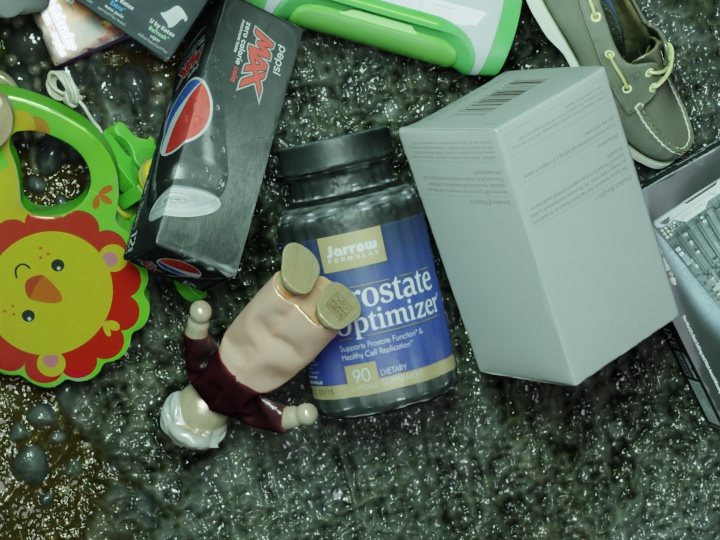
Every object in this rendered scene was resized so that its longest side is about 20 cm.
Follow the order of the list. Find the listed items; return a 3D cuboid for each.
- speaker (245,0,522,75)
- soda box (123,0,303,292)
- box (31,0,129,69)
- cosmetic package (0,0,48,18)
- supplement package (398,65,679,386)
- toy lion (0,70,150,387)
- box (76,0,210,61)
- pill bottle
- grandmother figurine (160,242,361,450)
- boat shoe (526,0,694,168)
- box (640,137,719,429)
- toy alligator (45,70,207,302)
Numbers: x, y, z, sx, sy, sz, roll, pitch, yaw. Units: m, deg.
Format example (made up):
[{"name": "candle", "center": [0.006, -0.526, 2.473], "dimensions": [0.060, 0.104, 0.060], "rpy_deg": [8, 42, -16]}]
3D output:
[{"name": "speaker", "center": [0.016, -0.206, 1.401], "dimensions": [0.198, 0.088, 0.089], "rpy_deg": [14, 91, -9]}, {"name": "soda box", "center": [-0.105, -0.093, 1.358], "dimensions": [0.070, 0.063, 0.202], "rpy_deg": [23, 69, -24]}, {"name": "box", "center": [-0.203, -0.268, 1.390], "dimensions": [0.136, 0.039, 0.201], "rpy_deg": [-24, 96, -6]}, {"name": "cosmetic package", "center": [-0.303, -0.282, 1.279], "dimensions": [0.198, 0.165, 0.166], "rpy_deg": [20, 102, 4]}, {"name": "supplement package", "center": [0.131, -0.033, 1.375], "dimensions": [0.116, 0.117, 0.201], "rpy_deg": [-30, 110, -31]}, {"name": "toy lion", "center": [-0.235, -0.020, 1.372], "dimensions": [0.190, 0.069, 0.201], "rpy_deg": [23, 106, -13]}, {"name": "box", "center": [-0.115, -0.264, 1.292], "dimensions": [0.106, 0.122, 0.201], "rpy_deg": [33, 111, -9]}, {"name": "pill bottle", "center": [0.000, 0.000, 1.395], "dimensions": [0.111, 0.112, 0.202], "rpy_deg": [-13, 95, -7]}, {"name": "grandmother figurine", "center": [-0.080, 0.070, 1.367], "dimensions": [0.121, 0.061, 0.200], "rpy_deg": [50, 128, 3]}, {"name": "boat shoe", "center": [0.198, -0.161, 1.417], "dimensions": [0.202, 0.060, 0.072], "rpy_deg": [52, 47, -23]}, {"name": "box", "center": [0.301, 0.000, 1.469], "dimensions": [0.157, 0.050, 0.201], "rpy_deg": [-28, 96, -6]}, {"name": "toy alligator", "center": [-0.160, -0.071, 1.401], "dimensions": [0.054, 0.059, 0.201], "rpy_deg": [-38, 99, -46]}]
